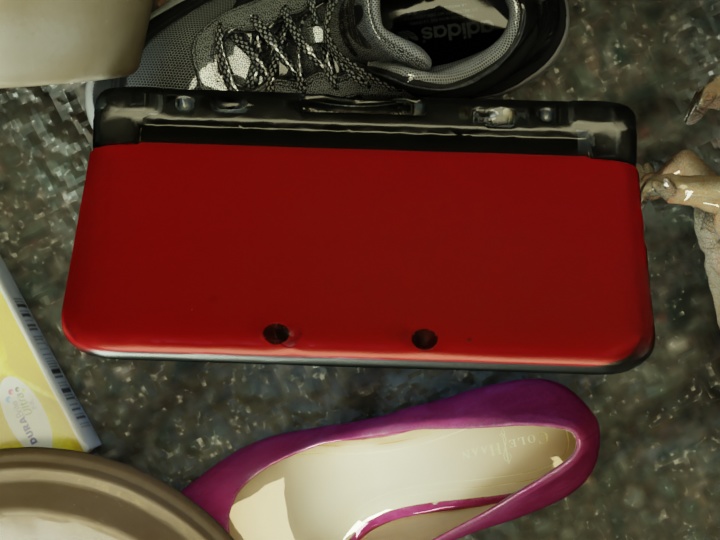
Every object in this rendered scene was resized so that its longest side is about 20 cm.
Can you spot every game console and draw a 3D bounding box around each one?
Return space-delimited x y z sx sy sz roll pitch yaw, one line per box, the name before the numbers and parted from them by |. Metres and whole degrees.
game console | 0.000 0.000 0.857 0.198 0.172 0.120 2 73 0

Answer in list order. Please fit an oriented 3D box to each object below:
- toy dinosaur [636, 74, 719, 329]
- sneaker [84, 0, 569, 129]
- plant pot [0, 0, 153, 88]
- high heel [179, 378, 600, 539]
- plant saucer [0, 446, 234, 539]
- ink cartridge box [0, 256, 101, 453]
toy dinosaur | 0.178 -0.029 0.888 0.135 0.086 0.201 27 122 -1
sneaker | -0.015 -0.091 0.898 0.199 0.114 0.076 -13 88 0
plant pot | -0.145 -0.157 0.870 0.198 0.200 0.175 -3 98 0
high heel | -0.003 0.093 0.902 0.199 0.096 0.068 -15 89 0
plant saucer | -0.126 0.168 0.908 0.198 0.029 0.202 0 105 0
ink cartridge box | -0.237 0.031 0.933 0.199 0.047 0.199 -29 89 -3
